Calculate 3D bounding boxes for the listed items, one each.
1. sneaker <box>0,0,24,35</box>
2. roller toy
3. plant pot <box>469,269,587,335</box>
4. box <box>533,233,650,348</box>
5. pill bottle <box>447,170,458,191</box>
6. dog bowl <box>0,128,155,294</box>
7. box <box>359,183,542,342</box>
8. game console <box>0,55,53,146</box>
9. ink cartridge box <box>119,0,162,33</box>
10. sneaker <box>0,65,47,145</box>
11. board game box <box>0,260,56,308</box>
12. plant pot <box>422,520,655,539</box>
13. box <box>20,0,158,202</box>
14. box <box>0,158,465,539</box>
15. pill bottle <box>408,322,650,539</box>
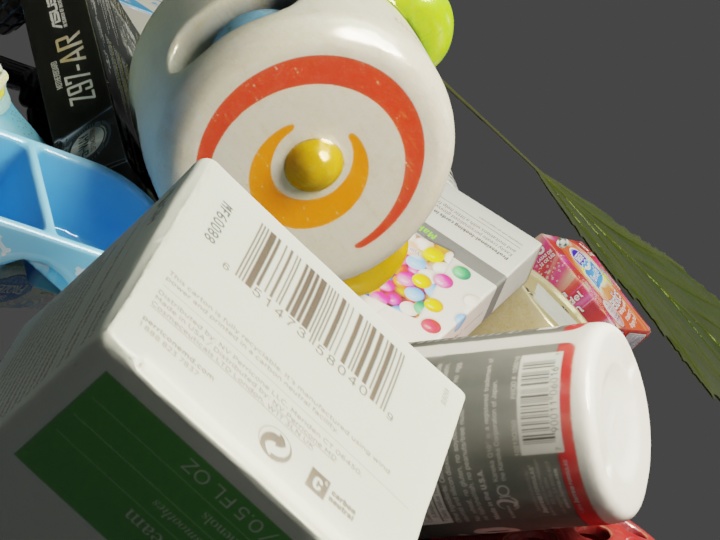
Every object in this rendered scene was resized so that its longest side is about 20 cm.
[{"bbox_3d":[-0.297,-0.233,1.824,0.087,0.075,0.200,47,14,24],"label":"sneaker"},{"bbox_3d":[-0.042,-0.087,1.491,0.182,0.200,0.140,9,27,-20],"label":"roller toy"},{"bbox_3d":[0.066,0.094,1.708,0.187,0.200,0.187,42,15,-14],"label":"plant pot"},{"bbox_3d":[0.105,0.071,1.873,0.096,0.200,0.100,53,16,16],"label":"box"},{"bbox_3d":[0.024,-0.026,1.832,0.111,0.111,0.200,34,28,-39],"label":"pill bottle"},{"bbox_3d":[-0.192,-0.030,1.421,0.200,0.050,0.112,20,31,-32],"label":"dog bowl"},{"bbox_3d":[0.000,0.000,1.594,0.156,0.041,0.200,33,43,16],"label":"box"},{"bbox_3d":[-0.209,-0.075,1.752,0.176,0.116,0.200,20,1,27],"label":"game console"},{"bbox_3d":[-0.178,-0.179,1.881,0.115,0.068,0.200,21,9,-13],"label":"ink cartridge box"},{"bbox_3d":[-0.232,-0.141,1.476,0.200,0.131,0.080,42,16,-17],"label":"sneaker"},{"bbox_3d":[-0.258,-0.062,1.535,0.200,0.043,0.199,51,18,16],"label":"board game box"},{"bbox_3d":[0.105,0.220,1.495,0.200,0.200,0.183,32,17,-42],"label":"plant pot"},{"bbox_3d":[-0.160,-0.101,1.598,0.160,0.044,0.200,60,11,-58],"label":"box"},{"bbox_3d":[-0.085,0.095,1.288,0.199,0.171,0.200,43,30,-11],"label":"box"},{"bbox_3d":[0.055,0.095,1.425,0.114,0.200,0.114,-7,90,-67],"label":"pill bottle"}]
